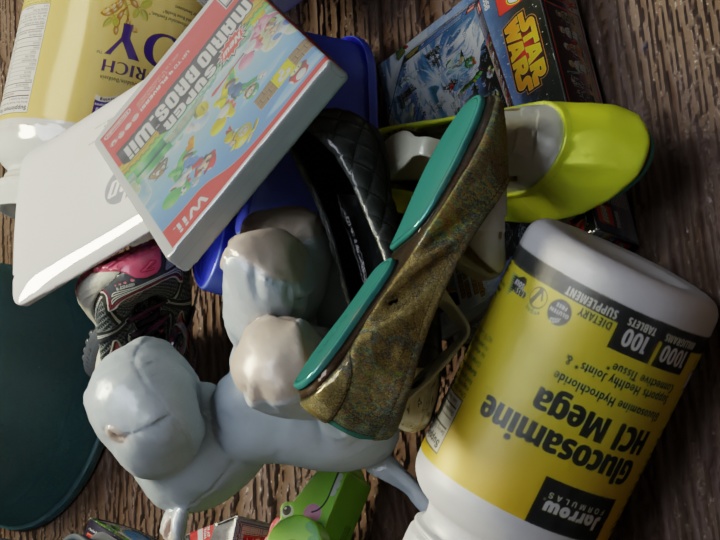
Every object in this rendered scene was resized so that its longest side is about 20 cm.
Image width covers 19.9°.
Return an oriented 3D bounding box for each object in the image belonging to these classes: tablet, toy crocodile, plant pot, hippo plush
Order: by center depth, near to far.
[{"bbox_3d":[-0.068,0.065,1.188,0.161,0.200,0.159,-22,46,20],"label":"hippo plush"},{"bbox_3d":[-0.047,0.205,1.226,0.062,0.068,0.200,15,80,32],"label":"toy crocodile"},{"bbox_3d":[-0.148,-0.068,1.300,0.200,0.014,0.130,-29,46,29],"label":"tablet"},{"bbox_3d":[-0.311,0.077,1.496,0.200,0.188,0.200,-21,62,44],"label":"plant pot"}]

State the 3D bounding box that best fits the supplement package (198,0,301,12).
[{"bbox_3d":[-0.046,-0.269,1.333,0.200,0.120,0.121,-34,50,9],"label":"supplement package"}]

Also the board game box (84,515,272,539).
[{"bbox_3d":[-0.117,0.240,1.314,0.200,0.062,0.200,21,91,50],"label":"board game box"}]

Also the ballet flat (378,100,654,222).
[{"bbox_3d":[0.069,-0.062,1.148,0.200,0.067,0.067,-3,72,48],"label":"ballet flat"}]

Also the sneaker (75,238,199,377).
[{"bbox_3d":[-0.138,0.044,1.356,0.075,0.081,0.200,60,162,25],"label":"sneaker"}]

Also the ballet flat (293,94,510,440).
[{"bbox_3d":[0.038,0.002,1.069,0.071,0.071,0.200,6,59,49],"label":"ballet flat"}]

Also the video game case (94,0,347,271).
[{"bbox_3d":[-0.087,-0.094,1.206,0.143,0.017,0.200,-50,29,5],"label":"video game case"}]

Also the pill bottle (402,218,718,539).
[{"bbox_3d":[0.099,0.083,1.087,0.112,0.112,0.200,35,103,49],"label":"pill bottle"}]

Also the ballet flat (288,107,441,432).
[{"bbox_3d":[0.000,0.000,1.131,0.066,0.057,0.200,-49,50,47],"label":"ballet flat"}]

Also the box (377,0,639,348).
[{"bbox_3d":[0.084,-0.072,1.219,0.137,0.040,0.200,-34,52,37],"label":"box"}]

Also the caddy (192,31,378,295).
[{"bbox_3d":[-0.038,-0.063,1.305,0.141,0.105,0.200,129,147,-49],"label":"caddy"}]

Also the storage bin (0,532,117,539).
[{"bbox_3d":[-0.205,0.235,1.248,0.200,0.134,0.146,20,91,58],"label":"storage bin"}]

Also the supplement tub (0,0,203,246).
[{"bbox_3d":[-0.179,-0.128,1.456,0.145,0.145,0.200,0,76,49],"label":"supplement tub"}]
